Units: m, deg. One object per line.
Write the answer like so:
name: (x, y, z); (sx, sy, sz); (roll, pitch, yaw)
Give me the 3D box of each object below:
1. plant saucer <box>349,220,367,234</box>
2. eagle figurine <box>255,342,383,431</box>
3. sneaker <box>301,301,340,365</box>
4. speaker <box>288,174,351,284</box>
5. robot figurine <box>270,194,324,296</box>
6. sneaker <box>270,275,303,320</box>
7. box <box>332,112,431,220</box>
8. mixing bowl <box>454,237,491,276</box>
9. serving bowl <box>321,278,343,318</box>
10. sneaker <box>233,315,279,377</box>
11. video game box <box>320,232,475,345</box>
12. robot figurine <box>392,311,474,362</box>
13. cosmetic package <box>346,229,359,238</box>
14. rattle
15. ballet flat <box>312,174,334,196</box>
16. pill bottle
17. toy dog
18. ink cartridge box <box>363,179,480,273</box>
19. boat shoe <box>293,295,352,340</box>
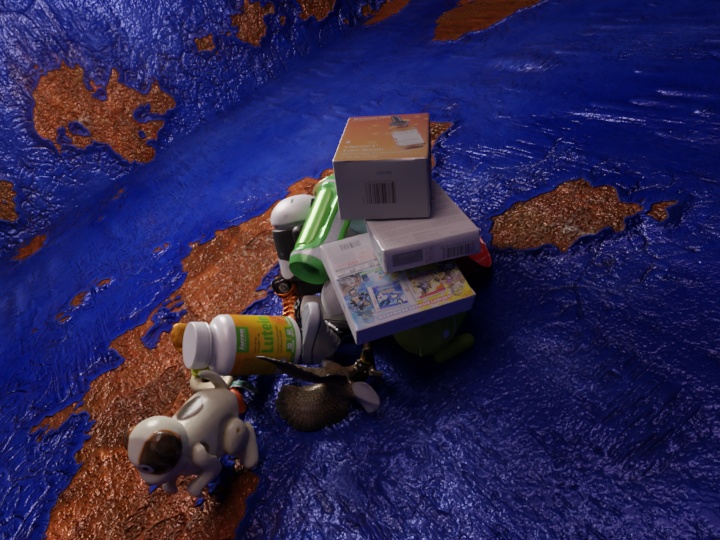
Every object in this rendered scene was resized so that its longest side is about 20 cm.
plant saucer: (0.038, -0.165, 1.141); (0.199, 0.039, 0.203); (-5, 79, 26)
eagle figurine: (-0.065, 0.192, 1.001); (0.198, 0.153, 0.151); (-17, -11, -10)
sneaker: (-0.072, 0.116, 1.063); (0.070, 0.201, 0.074); (-1, 61, -7)
speaker: (-0.064, -0.078, 1.072); (0.088, 0.089, 0.201); (-2, 56, 34)
robot figurine: (-0.110, -0.053, 1.178); (0.124, 0.202, 0.150); (-20, 13, -37)
sneaker: (-0.156, 0.078, 1.235); (0.077, 0.112, 0.201); (-18, 35, 17)
box: (0.045, -0.181, 0.985); (0.151, 0.107, 0.201); (-2, 34, 8)
mixing bowl: (0.154, -0.054, 1.142); (0.108, 0.200, 0.201); (-42, 28, 24)
serving bowl: (0.000, 0.000, 1.067); (0.200, 0.066, 0.200); (-39, 7, 6)
sneaker: (-0.222, 0.157, 1.209); (0.070, 0.078, 0.200); (-27, 0, 31)
video game box: (0.056, 0.010, 0.933); (0.198, 0.047, 0.183); (-16, 50, -12)
robot figurine: (0.120, 0.072, 1.010); (0.115, 0.177, 0.200); (-23, 8, 30)
cosmetic package: (0.017, -0.112, 1.312); (0.166, 0.167, 0.200); (-29, 33, 0)
rattle: (-0.297, 0.190, 1.176); (0.129, 0.144, 0.200); (-17, 22, -20)
ballet flat: (-0.013, -0.178, 1.219); (0.198, 0.071, 0.071); (-17, 35, 18)
pill bottle: (-0.220, 0.139, 1.074); (0.198, 0.112, 0.111); (5, 17, -33)
toy dog: (-0.282, 0.278, 0.951); (0.139, 0.196, 0.199); (9, 10, 33)
ink cartridge box: (0.087, -0.078, 0.962); (0.159, 0.050, 0.200); (-13, 32, -10)
boat shoe: (-0.035, 0.107, 1.159); (0.198, 0.093, 0.075); (7, 34, 1)
